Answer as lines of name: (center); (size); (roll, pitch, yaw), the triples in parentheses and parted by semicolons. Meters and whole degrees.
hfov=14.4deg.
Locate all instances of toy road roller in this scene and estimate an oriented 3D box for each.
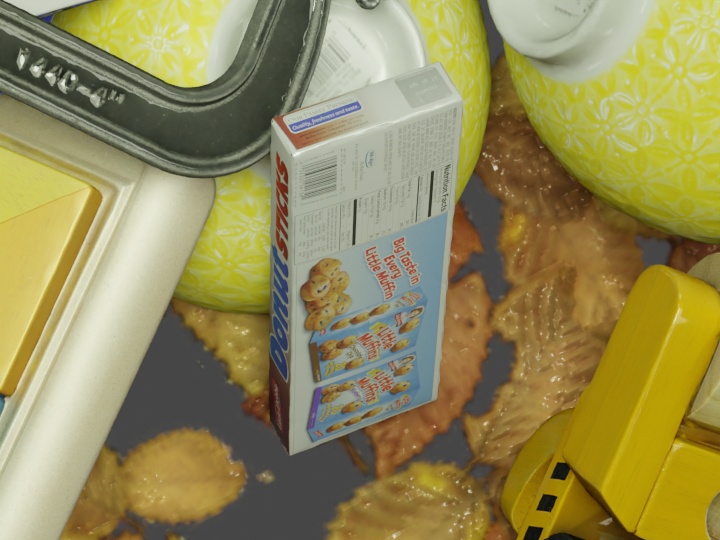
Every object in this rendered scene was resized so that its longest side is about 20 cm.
toy road roller: (0.131, 0.084, 1.186); (0.123, 0.146, 0.201); (19, 102, -20)

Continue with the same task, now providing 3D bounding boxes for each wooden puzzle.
wooden puzzle: (-0.180, 0.003, 1.108); (0.199, 0.037, 0.186); (24, 85, 9)

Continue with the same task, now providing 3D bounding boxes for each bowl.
bowl: (0.115, -0.115, 1.132); (0.107, 0.200, 0.201); (7, 91, -36)
bowl: (-0.027, -0.079, 1.155); (0.199, 0.108, 0.201); (-1, 93, -19)

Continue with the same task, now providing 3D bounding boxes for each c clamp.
c clamp: (-0.076, -0.127, 1.066); (0.199, 0.027, 0.172); (20, 82, -21)

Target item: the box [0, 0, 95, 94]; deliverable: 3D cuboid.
box: (-0.164, -0.162, 1.070); (0.119, 0.041, 0.201); (-23, 98, -45)

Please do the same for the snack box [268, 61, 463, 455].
snack box: (0.000, 0.000, 1.139); (0.072, 0.200, 0.024); (-20, 56, -17)
